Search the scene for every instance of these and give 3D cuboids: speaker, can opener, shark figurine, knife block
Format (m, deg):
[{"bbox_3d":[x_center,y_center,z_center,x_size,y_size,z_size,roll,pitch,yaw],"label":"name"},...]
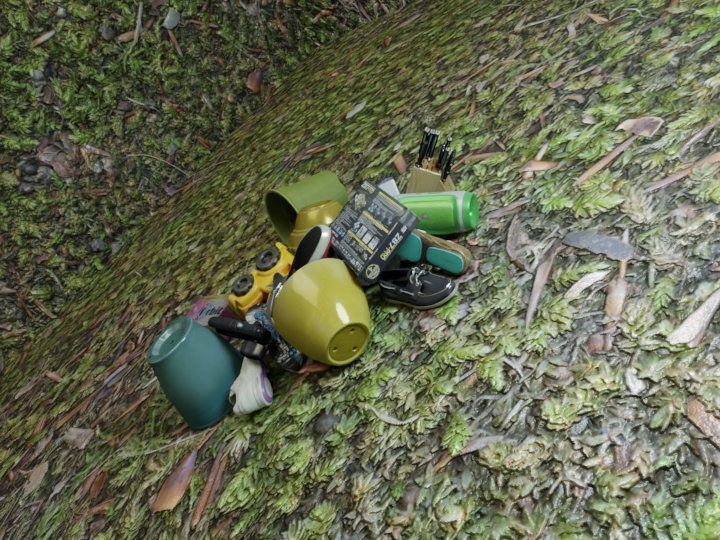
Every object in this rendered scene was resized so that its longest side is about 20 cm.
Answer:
[{"bbox_3d":[0.154,-0.125,1.366,0.195,0.090,0.090,0,43,28],"label":"speaker"},{"bbox_3d":[-0.267,0.131,1.371,0.196,0.064,0.079,15,56,38],"label":"can opener"},{"bbox_3d":[-0.177,0.055,1.383,0.124,0.091,0.218,5,45,14],"label":"shark figurine"},{"bbox_3d":[0.142,-0.229,1.477,0.196,0.177,0.065,-20,30,31],"label":"knife block"}]

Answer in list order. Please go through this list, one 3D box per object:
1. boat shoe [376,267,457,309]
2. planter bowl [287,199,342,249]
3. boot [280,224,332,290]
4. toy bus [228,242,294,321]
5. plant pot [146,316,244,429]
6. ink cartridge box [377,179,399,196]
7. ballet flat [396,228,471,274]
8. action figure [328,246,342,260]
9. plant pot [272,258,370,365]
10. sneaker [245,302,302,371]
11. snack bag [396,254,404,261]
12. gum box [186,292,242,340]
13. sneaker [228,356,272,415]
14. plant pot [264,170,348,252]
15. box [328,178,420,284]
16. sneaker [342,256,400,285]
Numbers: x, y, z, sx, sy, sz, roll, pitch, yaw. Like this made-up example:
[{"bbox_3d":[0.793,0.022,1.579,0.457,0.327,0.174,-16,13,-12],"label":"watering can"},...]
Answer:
[{"bbox_3d":[0.106,0.029,1.257,0.197,0.063,0.073,-1,44,50],"label":"boat shoe"},{"bbox_3d":[-0.097,-0.124,1.559,0.194,0.086,0.201,-13,13,3],"label":"planter bowl"},{"bbox_3d":[-0.071,0.005,1.304,0.203,0.141,0.073,-63,33,24],"label":"boot"},{"bbox_3d":[-0.193,0.063,1.521,0.200,0.137,0.191,-46,45,-12],"label":"toy bus"},{"bbox_3d":[-0.372,0.215,1.420,0.197,0.190,0.202,-28,28,16],"label":"plant pot"},{"bbox_3d":[0.039,-0.166,1.538,0.113,0.069,0.200,-26,6,3],"label":"ink cartridge box"},{"bbox_3d":[0.139,-0.050,1.282,0.196,0.070,0.072,19,28,27],"label":"ballet flat"},{"bbox_3d":[-0.066,-0.051,1.585,0.129,0.070,0.198,-40,30,-20],"label":"action figure"},{"bbox_3d":[-0.056,0.102,1.238,0.199,0.201,0.142,-40,47,-5],"label":"plant pot"},{"bbox_3d":[-0.181,0.159,1.408,0.074,0.088,0.200,-34,50,-12],"label":"sneaker"},{"bbox_3d":[0.050,-0.062,1.393,0.195,0.022,0.188,-13,27,-23],"label":"snack bag"},{"bbox_3d":[-0.405,0.131,1.716,0.197,0.067,0.115,-8,40,45],"label":"gum box"},{"bbox_3d":[-0.245,0.231,1.358,0.098,0.076,0.201,-29,28,3],"label":"sneaker"},{"bbox_3d":[-0.138,-0.182,1.762,0.189,0.204,0.198,-37,25,-26],"label":"plant pot"},{"bbox_3d":[0.016,-0.086,1.286,0.163,0.049,0.200,-53,35,5],"label":"box"},{"bbox_3d":[0.000,0.000,1.419,0.195,0.074,0.072,-11,1,23],"label":"sneaker"}]
